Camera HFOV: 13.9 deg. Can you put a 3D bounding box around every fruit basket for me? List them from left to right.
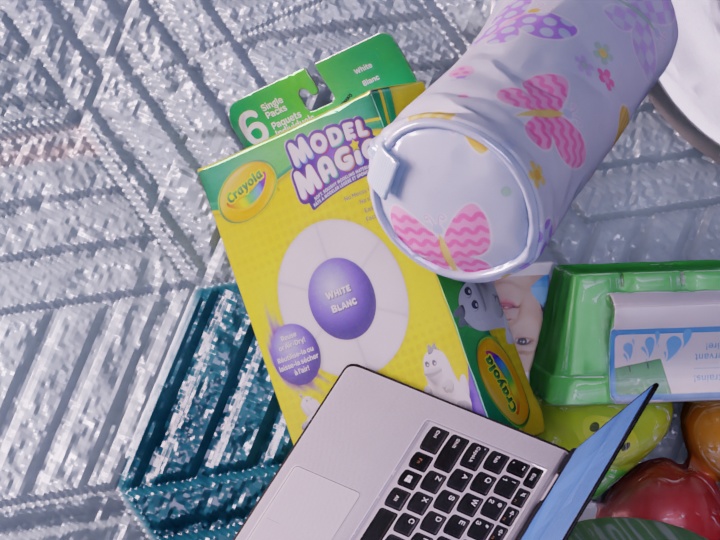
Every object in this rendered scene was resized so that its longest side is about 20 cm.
[{"bbox_3d":[0.150,0.094,1.395,0.184,0.094,0.201,-1,88,-5],"label":"fruit basket"}]

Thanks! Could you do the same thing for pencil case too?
[{"bbox_3d":[0.076,-0.077,1.349,0.091,0.083,0.200,39,41,-2],"label":"pencil case"}]

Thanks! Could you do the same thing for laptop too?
[{"bbox_3d":[0.010,0.118,1.239,0.199,0.116,0.188,21,66,31],"label":"laptop"}]

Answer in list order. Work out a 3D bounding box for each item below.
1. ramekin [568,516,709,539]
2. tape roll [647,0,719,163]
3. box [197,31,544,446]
[{"bbox_3d":[0.120,0.209,1.337,0.199,0.098,0.201,-1,103,-6],"label":"ramekin"},{"bbox_3d":[0.224,-0.141,1.450,0.201,0.037,0.204,0,85,-5],"label":"tape roll"},{"bbox_3d":[0.000,0.000,1.381,0.117,0.048,0.201,-23,84,37],"label":"box"}]
